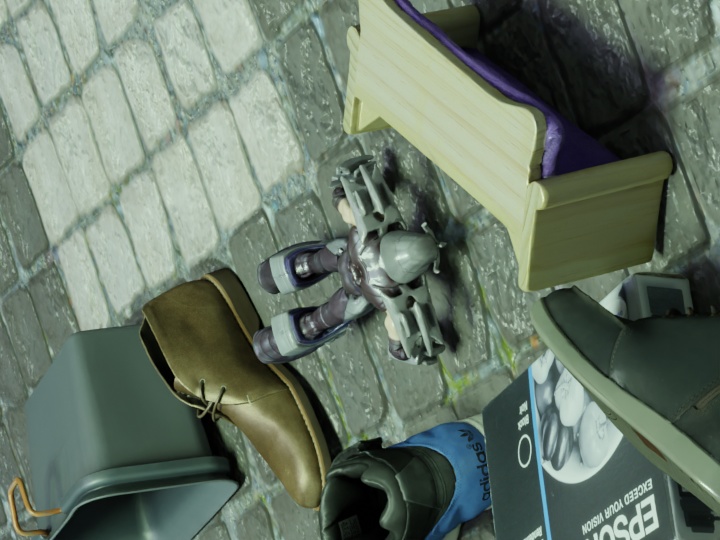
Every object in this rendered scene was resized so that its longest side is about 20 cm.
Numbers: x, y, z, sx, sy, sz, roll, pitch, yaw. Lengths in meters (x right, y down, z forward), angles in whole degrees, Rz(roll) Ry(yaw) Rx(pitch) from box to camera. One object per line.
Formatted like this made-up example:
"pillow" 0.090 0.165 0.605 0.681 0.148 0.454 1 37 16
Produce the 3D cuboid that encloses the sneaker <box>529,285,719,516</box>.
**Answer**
"sneaker" 0.168 0.043 1.414 0.075 0.106 0.200 47 177 -41

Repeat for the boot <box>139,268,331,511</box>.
"boot" -0.084 0.089 1.982 0.200 0.075 0.074 55 147 31

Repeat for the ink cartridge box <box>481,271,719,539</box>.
"ink cartridge box" 0.128 0.131 1.541 0.198 0.043 0.201 133 134 -57

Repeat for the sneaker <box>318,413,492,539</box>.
"sneaker" 0.014 0.142 1.771 0.200 0.111 0.077 -34 74 64

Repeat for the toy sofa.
"toy sofa" 0.074 -0.081 1.548 0.200 0.082 0.098 43 136 47

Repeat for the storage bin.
"storage bin" -0.191 0.130 2.166 0.200 0.145 0.135 129 131 -60

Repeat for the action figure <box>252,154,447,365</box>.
"action figure" 0.000 0.000 1.772 0.200 0.069 0.131 -21 79 61
